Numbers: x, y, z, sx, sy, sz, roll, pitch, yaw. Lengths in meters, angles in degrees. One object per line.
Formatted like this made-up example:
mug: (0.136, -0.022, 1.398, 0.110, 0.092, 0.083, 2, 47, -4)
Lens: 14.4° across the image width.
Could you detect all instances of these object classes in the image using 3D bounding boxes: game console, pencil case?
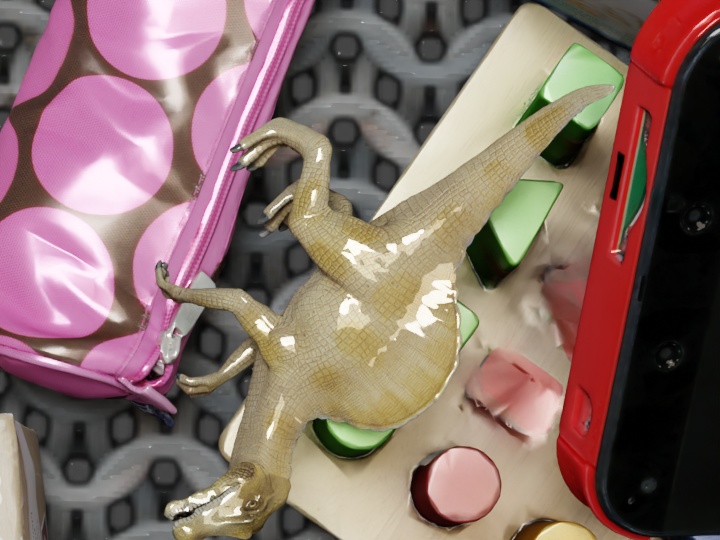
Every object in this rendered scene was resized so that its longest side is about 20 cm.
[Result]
game console: (0.159, -0.002, 0.922, 0.176, 0.031, 0.201, -1, 119, -19)
pencil case: (-0.070, -0.052, 0.994, 0.093, 0.091, 0.201, 15, 84, 43)

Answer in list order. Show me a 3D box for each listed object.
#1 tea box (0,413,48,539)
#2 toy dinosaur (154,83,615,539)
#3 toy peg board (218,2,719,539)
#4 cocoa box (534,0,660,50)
tea box: (-0.197, 0.155, 0.944, 0.196, 0.134, 0.201, -5, 85, -4)
toy dinosaur: (0.000, 0.000, 0.928, 0.101, 0.058, 0.200, 44, 99, 27)
toy peg board: (0.086, 0.036, 0.989, 0.199, 0.098, 0.200, 35, 84, 1)
cocoa box: (0.140, -0.135, 0.989, 0.199, 0.133, 0.132, 27, 85, -1)
